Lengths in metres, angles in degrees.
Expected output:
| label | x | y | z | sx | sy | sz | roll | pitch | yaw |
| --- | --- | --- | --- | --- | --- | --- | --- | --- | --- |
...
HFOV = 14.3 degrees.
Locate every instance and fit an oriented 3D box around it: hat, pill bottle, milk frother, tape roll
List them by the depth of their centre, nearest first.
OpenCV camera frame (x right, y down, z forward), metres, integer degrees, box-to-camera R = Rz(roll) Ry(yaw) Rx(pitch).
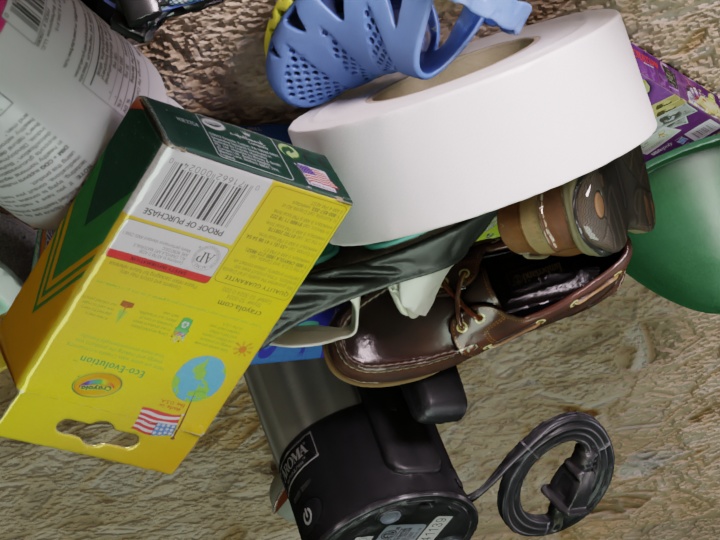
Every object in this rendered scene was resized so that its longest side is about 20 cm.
| label | x | y | z | sx | sy | sz | roll | pitch | yaw |
| --- | --- | --- | --- | --- | --- | --- | --- | --- | --- |
| pill bottle | -0.176 | -0.092 | 1.541 | 0.113 | 0.114 | 0.200 | -27 | 136 | 24 |
| tape roll | 0.063 | -0.082 | 1.616 | 0.201 | 0.071 | 0.202 | -20 | -171 | 3 |
| hat | 0.240 | 0.022 | 1.829 | 0.165 | 0.177 | 0.200 | -14 | 159 | -15 |
| milk frother | 0.042 | 0.093 | 1.892 | 0.199 | 0.189 | 0.180 | 15 | 134 | -44 |

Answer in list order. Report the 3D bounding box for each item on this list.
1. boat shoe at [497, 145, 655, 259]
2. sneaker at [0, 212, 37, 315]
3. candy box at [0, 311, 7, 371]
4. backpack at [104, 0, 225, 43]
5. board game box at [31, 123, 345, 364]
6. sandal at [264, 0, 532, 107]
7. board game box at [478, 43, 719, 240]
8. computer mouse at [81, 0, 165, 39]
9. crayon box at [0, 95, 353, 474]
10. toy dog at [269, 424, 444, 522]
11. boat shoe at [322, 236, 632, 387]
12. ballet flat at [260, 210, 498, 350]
| label | x | y | z | sx | sy | sz | roll | pitch | yaw |
| --- | --- | --- | --- | --- | --- | --- | --- | --- | --- |
| boat shoe | 0.126 | -0.048 | 1.698 | 0.073 | 0.076 | 0.200 | -12 | -176 | 17 |
| sneaker | -0.257 | 0.017 | 1.760 | 0.118 | 0.074 | 0.200 | -32 | 136 | 19 |
| candy box | -0.127 | 0.003 | 1.631 | 0.199 | 0.027 | 0.102 | -26 | -171 | -7 |
| backpack | -0.046 | -0.220 | 1.346 | 0.199 | 0.183 | 0.148 | -10 | 130 | -23 |
| board game box | -0.098 | -0.012 | 1.730 | 0.199 | 0.045 | 0.153 | -5 | 126 | -26 |
| sandal | 0.024 | -0.142 | 1.595 | 0.079 | 0.088 | 0.200 | 17 | 140 | -43 |
| board game box | 0.118 | -0.071 | 1.807 | 0.199 | 0.032 | 0.120 | -32 | 149 | 28 |
| computer mouse | -0.139 | -0.125 | 1.611 | 0.058 | 0.034 | 0.200 | -5 | 149 | -15 |
| crayon box | -0.110 | 0.012 | 1.546 | 0.126 | 0.051 | 0.200 | 17 | 117 | -36 |
| toy dog | -0.001 | 0.140 | 2.045 | 0.131 | 0.097 | 0.200 | -8 | 149 | -8 |
| boat shoe | 0.073 | 0.014 | 1.762 | 0.199 | 0.071 | 0.070 | -22 | 175 | -14 |
| ballet flat | 0.000 | 0.000 | 1.709 | 0.199 | 0.068 | 0.069 | -19 | 118 | 2 |
